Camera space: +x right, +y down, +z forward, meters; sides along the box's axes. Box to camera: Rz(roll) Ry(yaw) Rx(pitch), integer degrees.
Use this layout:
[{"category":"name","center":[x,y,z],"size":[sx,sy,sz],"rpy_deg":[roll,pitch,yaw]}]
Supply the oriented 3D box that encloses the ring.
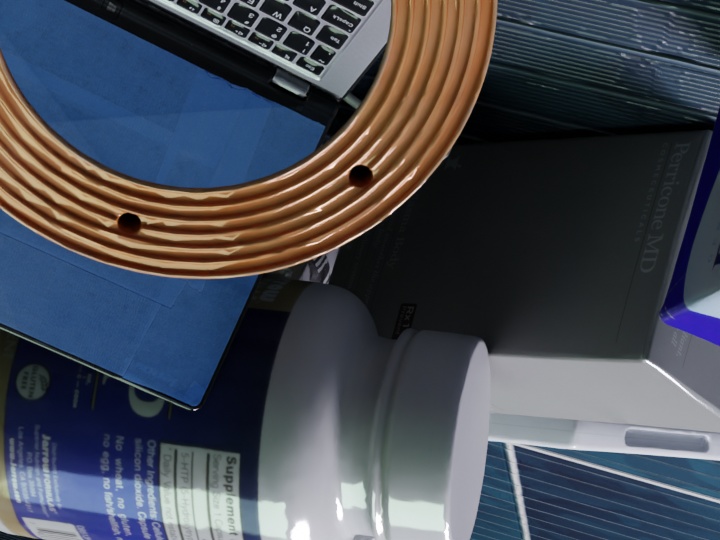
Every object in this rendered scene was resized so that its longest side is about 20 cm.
[{"category":"ring","center":[-0.054,-0.088,0.565],"size":[0.199,0.201,0.019],"rpy_deg":[23,-154,-14]}]

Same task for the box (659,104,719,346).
[{"category":"box","center":[0.227,-0.013,0.555],"size":[0.183,0.106,0.200],"rpy_deg":[23,164,-11]}]

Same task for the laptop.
[{"category":"laptop","center":[-0.087,-0.073,0.589],"size":[0.186,0.117,0.200],"rpy_deg":[25,145,-15]}]

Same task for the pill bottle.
[{"category":"pill bottle","center":[-0.051,0.061,0.719],"size":[0.198,0.121,0.120],"rpy_deg":[5,161,13]}]

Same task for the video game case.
[{"category":"video game case","center":[0.110,0.098,1.087],"size":[0.199,0.023,0.181],"rpy_deg":[2,174,45]}]

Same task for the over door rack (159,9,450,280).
[{"category":"over door rack","center":[-0.076,-0.055,0.731],"size":[0.199,0.067,0.148],"rpy_deg":[27,139,-22]}]

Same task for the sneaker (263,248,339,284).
[{"category":"sneaker","center":[0.000,0.000,0.900],"size":[0.075,0.115,0.201],"rpy_deg":[2,122,59]}]

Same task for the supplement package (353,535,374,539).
[{"category":"supplement package","center":[-0.063,0.090,0.847],"size":[0.200,0.113,0.110],"rpy_deg":[44,155,26]}]

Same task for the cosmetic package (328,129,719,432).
[{"category":"cosmetic package","center":[0.083,0.005,0.768],"size":[0.090,0.108,0.199],"rpy_deg":[31,158,-36]}]
